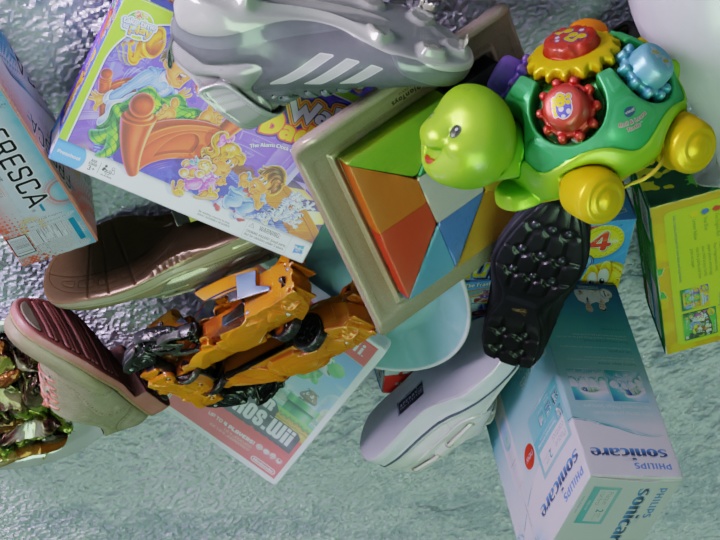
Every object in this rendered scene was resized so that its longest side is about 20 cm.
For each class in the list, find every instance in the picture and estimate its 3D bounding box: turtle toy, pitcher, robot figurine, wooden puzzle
[{"bbox_3d":[0.130,-0.101,1.169,0.199,0.146,0.102,-28,120,-16],"label":"turtle toy"},{"bbox_3d":[0.266,-0.187,1.254,0.120,0.172,0.201,-2,126,30],"label":"pitcher"},{"bbox_3d":[-0.091,0.052,1.384,0.199,0.059,0.145,-24,143,34],"label":"robot figurine"},{"bbox_3d":[0.061,-0.065,1.253,0.184,0.037,0.201,-35,132,-11],"label":"wooden puzzle"}]

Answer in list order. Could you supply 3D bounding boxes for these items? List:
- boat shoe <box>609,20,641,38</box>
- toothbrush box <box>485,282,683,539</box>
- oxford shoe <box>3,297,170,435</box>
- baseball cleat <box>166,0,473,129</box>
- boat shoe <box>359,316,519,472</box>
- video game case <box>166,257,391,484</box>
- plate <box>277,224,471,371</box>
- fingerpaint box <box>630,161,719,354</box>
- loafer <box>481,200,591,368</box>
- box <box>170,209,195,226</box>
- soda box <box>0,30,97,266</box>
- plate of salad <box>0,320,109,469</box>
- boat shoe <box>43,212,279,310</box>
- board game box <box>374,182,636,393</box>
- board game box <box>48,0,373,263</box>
[{"bbox_3d":[0.150,-0.118,1.335,0.200,0.072,0.066,-38,123,26],"label":"boat shoe"},{"bbox_3d":[0.172,0.130,1.428,0.085,0.201,0.147,3,138,-19],"label":"toothbrush box"},{"bbox_3d":[-0.229,0.087,1.404,0.075,0.071,0.200,-37,143,7],"label":"oxford shoe"},{"bbox_3d":[-0.029,-0.138,1.167,0.198,0.070,0.107,15,125,-3],"label":"baseball cleat"},{"bbox_3d":[0.081,0.111,1.474,0.065,0.072,0.200,24,129,-27],"label":"boat shoe"},{"bbox_3d":[-0.081,0.081,1.467,0.143,0.017,0.200,35,128,-3],"label":"video game case"},{"bbox_3d":[0.000,0.000,1.395,0.199,0.026,0.201,19,140,17],"label":"plate"},{"bbox_3d":[0.317,-0.035,1.466,0.165,0.074,0.201,-16,140,3],"label":"fingerpaint box"},{"bbox_3d":[0.129,-0.005,1.296,0.068,0.071,0.201,18,145,4],"label":"loafer"},{"bbox_3d":[-0.055,-0.098,1.309,0.198,0.050,0.076,-16,139,3],"label":"box"},{"bbox_3d":[-0.252,-0.094,1.243,0.063,0.069,0.201,-18,140,5],"label":"soda box"},{"bbox_3d":[-0.294,0.115,1.482,0.198,0.048,0.201,-7,139,-6],"label":"plate of salad"},{"bbox_3d":[-0.148,-0.007,1.368,0.198,0.073,0.065,-20,144,9],"label":"boat shoe"},{"bbox_3d":[0.115,0.012,1.475,0.198,0.056,0.197,-6,139,-10],"label":"board game box"},{"bbox_3d":[-0.100,-0.105,1.234,0.199,0.045,0.135,22,114,-18],"label":"board game box"}]
